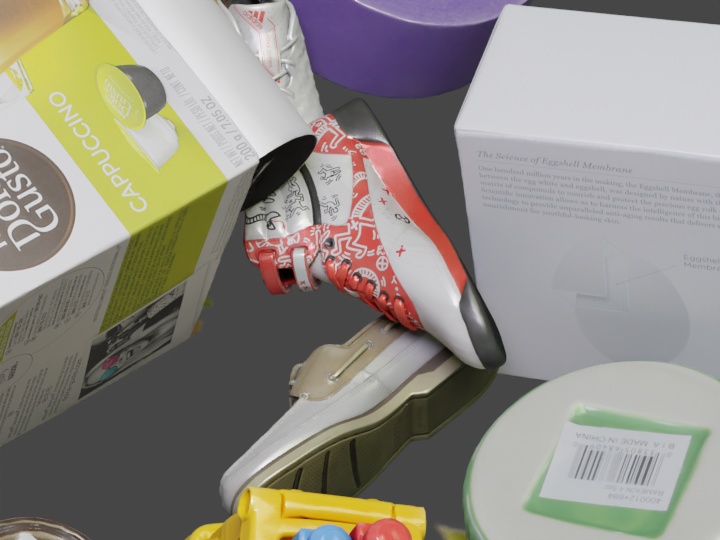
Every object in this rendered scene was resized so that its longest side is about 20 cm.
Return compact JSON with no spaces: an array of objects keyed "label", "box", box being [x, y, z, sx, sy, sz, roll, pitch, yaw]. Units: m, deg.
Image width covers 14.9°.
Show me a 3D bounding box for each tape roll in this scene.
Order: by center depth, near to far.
[{"label":"tape roll","box":[0.023,-0.217,1.797,0.199,0.085,0.201,9,58,-14]}]

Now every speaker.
[{"label":"speaker","box":[-0.112,-0.127,1.604,0.081,0.081,0.200,-30,75,-30]}]

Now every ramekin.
[{"label":"ramekin","box":[0.152,0.144,1.562,0.199,0.098,0.201,-10,41,9]}]

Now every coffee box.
[{"label":"coffee box","box":[-0.208,-0.041,1.546,0.197,0.200,0.200,-31,73,-30]}]

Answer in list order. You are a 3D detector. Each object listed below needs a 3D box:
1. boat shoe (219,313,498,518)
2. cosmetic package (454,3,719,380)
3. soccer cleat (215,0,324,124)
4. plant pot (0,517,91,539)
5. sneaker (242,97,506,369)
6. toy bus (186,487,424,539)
[{"label":"boat shoe","box":[-0.011,0.084,1.622,0.200,0.075,0.068,-31,57,-30]},{"label":"cosmetic package","box":[0.173,-0.038,1.627,0.198,0.201,0.123,8,47,17]},{"label":"soccer cleat","box":[-0.061,-0.123,1.714,0.068,0.085,0.201,-10,64,-24]},{"label":"plant pot","box":[-0.184,0.208,1.406,0.186,0.200,0.188,8,57,-13]},{"label":"sneaker","box":[0.000,0.000,1.622,0.108,0.067,0.202,-30,60,-1]},{"label":"toy bus","box":[-0.022,0.212,1.450,0.135,0.192,0.201,9,65,-15]}]
